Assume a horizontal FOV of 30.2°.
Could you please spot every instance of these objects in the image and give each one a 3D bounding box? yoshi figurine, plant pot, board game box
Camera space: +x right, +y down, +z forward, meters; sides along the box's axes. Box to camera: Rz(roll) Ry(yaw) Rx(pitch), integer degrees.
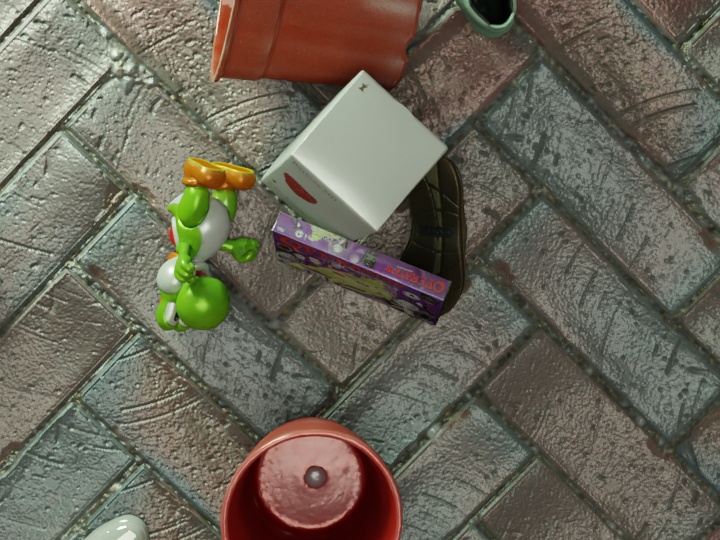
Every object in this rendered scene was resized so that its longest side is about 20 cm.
[{"bbox_3d":[-0.169,-0.018,1.490,0.112,0.112,0.201,14,100,-11],"label":"yoshi figurine"},{"bbox_3d":[-0.054,0.254,1.496,0.200,0.177,0.201,0,98,-2],"label":"plant pot"},{"bbox_3d":[0.000,0.000,1.473,0.200,0.120,0.032,22,71,6],"label":"board game box"},{"bbox_3d":[-0.045,-0.281,1.420,0.195,0.201,0.201,10,98,-11],"label":"plant pot"}]

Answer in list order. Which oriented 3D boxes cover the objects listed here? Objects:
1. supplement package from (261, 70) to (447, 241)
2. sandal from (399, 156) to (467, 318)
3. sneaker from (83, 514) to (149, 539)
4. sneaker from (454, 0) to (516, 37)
[{"bbox_3d":[-0.012,-0.113,1.421,0.121,0.200,0.120,42,79,-7],"label":"supplement package"},{"bbox_3d":[0.085,-0.038,1.519,0.081,0.055,0.201,7,112,19],"label":"sandal"},{"bbox_3d":[-0.327,0.370,1.533,0.200,0.116,0.074,-42,96,2],"label":"sneaker"},{"bbox_3d":[0.113,-0.347,1.446,0.074,0.118,0.201,-32,97,4],"label":"sneaker"}]
